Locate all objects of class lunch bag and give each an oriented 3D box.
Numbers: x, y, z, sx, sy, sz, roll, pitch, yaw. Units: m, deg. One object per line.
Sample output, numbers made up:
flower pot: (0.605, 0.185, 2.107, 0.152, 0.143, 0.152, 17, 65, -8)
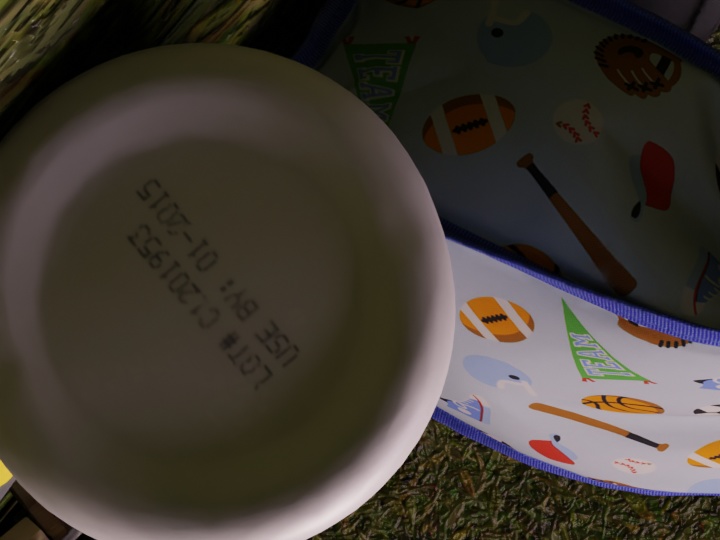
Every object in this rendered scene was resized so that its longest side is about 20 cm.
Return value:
lunch bag: (0.076, -0.007, 0.617, 0.124, 0.199, 0.170, -57, 162, -18)

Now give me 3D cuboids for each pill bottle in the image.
pill bottle: (-0.036, 0.015, 0.478, 0.109, 0.109, 0.200, -48, 178, -5)

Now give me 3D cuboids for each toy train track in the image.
toy train track: (-0.162, 0.119, 0.810, 0.115, 0.033, 0.200, -39, -178, -19)

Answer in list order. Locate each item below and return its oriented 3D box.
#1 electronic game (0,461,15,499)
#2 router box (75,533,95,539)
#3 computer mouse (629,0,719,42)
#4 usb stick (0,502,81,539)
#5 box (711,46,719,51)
electronic game: (-0.158, 0.105, 0.526, 0.200, 0.042, 0.200, -49, 179, -2)
router box: (-0.145, 0.174, 0.796, 0.149, 0.051, 0.200, -45, 179, -38)
computer mouse: (0.103, -0.127, 0.629, 0.053, 0.138, 0.201, -42, 154, -50)
usb stick: (-0.137, 0.109, 0.952, 0.200, 0.055, 0.033, -49, 135, 7)
box: (0.093, -0.015, 0.773, 0.086, 0.199, 0.165, 118, -13, -82)
